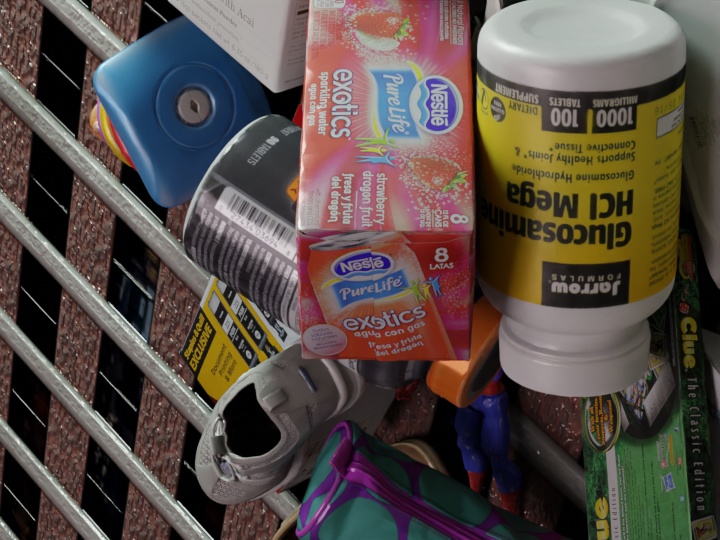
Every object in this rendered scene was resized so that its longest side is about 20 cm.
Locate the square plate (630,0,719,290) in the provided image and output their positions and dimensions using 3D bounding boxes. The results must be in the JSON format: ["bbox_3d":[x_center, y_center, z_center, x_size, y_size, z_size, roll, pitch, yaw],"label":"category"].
[{"bbox_3d":[0.225,-0.087,1.122,0.198,0.028,0.201,-8,101,54],"label":"square plate"}]

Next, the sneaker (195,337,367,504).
[{"bbox_3d":[-0.073,0.100,1.381,0.075,0.082,0.200,55,144,13],"label":"sneaker"}]

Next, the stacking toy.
[{"bbox_3d":[-0.155,-0.114,1.570,0.117,0.109,0.200,62,158,-12],"label":"stacking toy"}]

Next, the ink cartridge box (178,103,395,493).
[{"bbox_3d":[-0.047,0.019,1.446,0.176,0.084,0.200,52,143,22],"label":"ink cartridge box"}]

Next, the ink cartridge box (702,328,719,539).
[{"bbox_3d":[0.202,0.120,1.245,0.199,0.047,0.161,25,127,42],"label":"ink cartridge box"}]

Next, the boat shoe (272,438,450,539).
[{"bbox_3d":[0.000,0.179,1.531,0.072,0.064,0.200,61,145,9],"label":"boat shoe"}]

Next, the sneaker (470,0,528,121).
[{"bbox_3d":[0.090,-0.130,1.239,0.088,0.074,0.201,22,128,50],"label":"sneaker"}]

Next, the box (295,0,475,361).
[{"bbox_3d":[0.015,-0.054,1.176,0.201,0.095,0.100,-88,-2,-45],"label":"box"}]

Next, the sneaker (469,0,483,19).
[{"bbox_3d":[0.047,-0.185,1.277,0.070,0.080,0.201,48,121,27],"label":"sneaker"}]

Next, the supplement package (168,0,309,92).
[{"bbox_3d":[-0.030,-0.234,1.304,0.121,0.119,0.201,42,137,34],"label":"supplement package"}]

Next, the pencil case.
[{"bbox_3d":[0.058,0.172,1.345,0.199,0.086,0.092,27,156,-6],"label":"pencil case"}]

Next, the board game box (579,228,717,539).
[{"bbox_3d":[0.163,0.083,1.234,0.105,0.023,0.202,-16,74,59],"label":"board game box"}]

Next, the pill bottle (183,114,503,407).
[{"bbox_3d":[0.000,0.000,1.278,0.199,0.106,0.107,33,135,16],"label":"pill bottle"}]

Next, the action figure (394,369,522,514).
[{"bbox_3d":[0.062,0.097,1.382,0.065,0.099,0.201,27,126,41],"label":"action figure"}]

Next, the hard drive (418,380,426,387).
[{"bbox_3d":[-0.026,-0.001,1.504,0.199,0.026,0.133,14,118,49],"label":"hard drive"}]

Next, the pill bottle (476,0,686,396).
[{"bbox_3d":[0.119,-0.039,1.165,0.112,0.112,0.201,25,126,44],"label":"pill bottle"}]
